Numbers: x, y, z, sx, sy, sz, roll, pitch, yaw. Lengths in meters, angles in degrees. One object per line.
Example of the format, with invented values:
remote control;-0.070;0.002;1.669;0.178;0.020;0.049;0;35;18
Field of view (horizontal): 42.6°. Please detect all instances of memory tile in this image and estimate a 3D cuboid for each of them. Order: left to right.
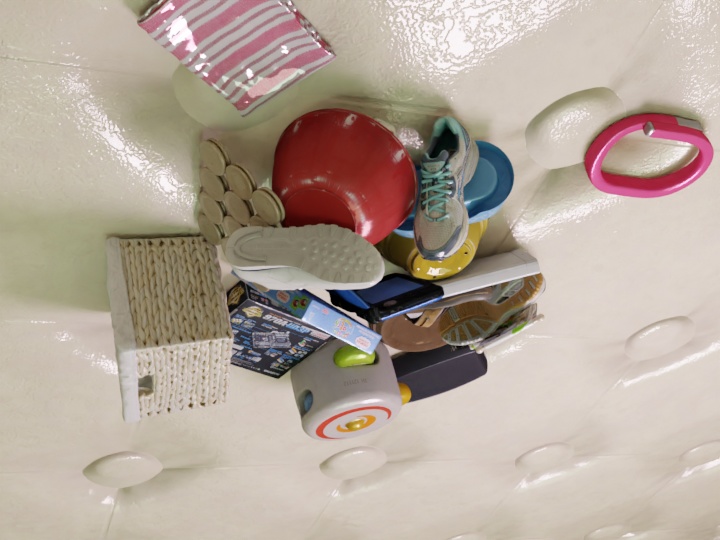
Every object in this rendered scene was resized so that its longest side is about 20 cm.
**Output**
memory tile;-0.159;-0.069;1.217;0.017;0.153;0.201;-37;159;-31

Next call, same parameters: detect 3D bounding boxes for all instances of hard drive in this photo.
hard drive;0.137;0.188;1.733;0.199;0.043;0.135;-21;143;8
hard drive;0.170;0.008;1.453;0.198;0.132;0.027;-15;99;-1

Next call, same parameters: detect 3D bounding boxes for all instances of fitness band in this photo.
fitness band;0.430;-0.165;1.372;0.198;0.038;0.144;5;140;-23

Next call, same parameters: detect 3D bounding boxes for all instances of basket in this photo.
basket;-0.276;0.081;1.323;0.159;0.201;0.199;-5;143;-15

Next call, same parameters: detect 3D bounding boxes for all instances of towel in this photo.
towel;-0.137;-0.263;1.058;0.146;0.030;0.200;-28;142;20

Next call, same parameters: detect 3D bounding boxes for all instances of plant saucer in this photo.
plant saucer;0.114;0.083;1.600;0.198;0.030;0.201;-8;143;-6

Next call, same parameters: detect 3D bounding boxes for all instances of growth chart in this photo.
growth chart;0.245;0.095;1.572;0.144;0.018;0.200;-30;-176;11

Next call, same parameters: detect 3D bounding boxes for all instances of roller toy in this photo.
roller toy;-0.023;0.215;1.616;0.181;0.141;0.200;-26;151;18

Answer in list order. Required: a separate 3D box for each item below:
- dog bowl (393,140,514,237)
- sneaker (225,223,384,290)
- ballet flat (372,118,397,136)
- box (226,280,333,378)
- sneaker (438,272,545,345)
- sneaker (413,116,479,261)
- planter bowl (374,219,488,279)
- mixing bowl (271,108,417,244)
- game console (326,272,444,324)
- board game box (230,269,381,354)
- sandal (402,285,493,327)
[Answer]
dog bowl;0.115;-0.108;1.285;0.198;0.112;0.050;-16;157;2
sneaker;-0.066;-0.008;1.147;0.198;0.077;0.081;9;151;12
ballet flat;-0.003;-0.136;1.255;0.071;0.072;0.200;12;138;-31
box;-0.161;0.100;1.514;0.199;0.046;0.159;23;129;-40
sneaker;0.226;0.067;1.545;0.199;0.076;0.088;-31;162;18
sneaker;0.100;-0.110;1.207;0.077;0.202;0.086;-1;153;24
planter bowl;0.113;-0.045;1.384;0.199;0.084;0.201;-10;144;-7
mixing bowl;-0.036;-0.093;1.177;0.198;0.109;0.201;11;129;13
game console;0.000;0.000;1.332;0.170;0.200;0.119;-19;102;-16
board game box;-0.082;0.049;1.359;0.151;0.200;0.037;30;89;-42
sandal;0.119;0.060;1.475;0.198;0.055;0.082;-11;-171;17
